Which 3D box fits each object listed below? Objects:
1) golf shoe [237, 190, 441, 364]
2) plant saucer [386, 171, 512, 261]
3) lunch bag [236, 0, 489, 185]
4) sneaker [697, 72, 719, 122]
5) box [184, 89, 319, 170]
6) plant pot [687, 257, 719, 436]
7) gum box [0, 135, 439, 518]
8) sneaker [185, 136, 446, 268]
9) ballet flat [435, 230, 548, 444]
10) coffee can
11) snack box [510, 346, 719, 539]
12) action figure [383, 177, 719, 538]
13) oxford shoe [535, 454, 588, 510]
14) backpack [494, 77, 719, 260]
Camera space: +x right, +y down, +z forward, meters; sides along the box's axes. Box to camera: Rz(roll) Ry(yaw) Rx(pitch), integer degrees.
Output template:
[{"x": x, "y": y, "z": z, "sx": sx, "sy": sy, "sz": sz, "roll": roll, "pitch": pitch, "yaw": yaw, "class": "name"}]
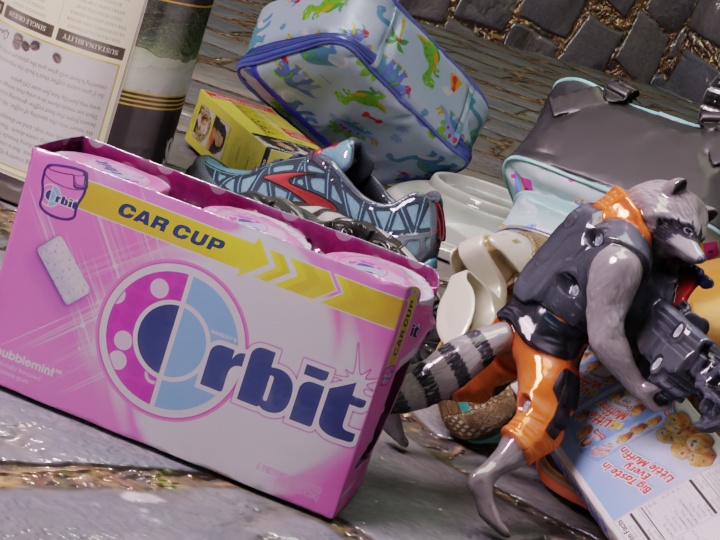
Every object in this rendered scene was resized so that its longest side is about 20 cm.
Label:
[{"x": 0.000, "y": 0.000, "z": 1.176, "sx": 0.094, "sy": 0.078, "sz": 0.199, "roll": 6, "pitch": 19, "yaw": -45, "class": "golf shoe"}, {"x": 0.103, "y": -0.042, "z": 1.565, "sx": 0.198, "sy": 0.051, "sz": 0.200, "roll": 17, "pitch": 13, "yaw": -4, "class": "plant saucer"}, {"x": 0.002, "y": -0.154, "z": 1.613, "sx": 0.160, "sy": 0.083, "sz": 0.200, "roll": -4, "pitch": -35, "yaw": 44, "class": "lunch bag"}, {"x": 0.309, "y": -0.099, "z": 1.498, "sx": 0.073, "sy": 0.201, "sz": 0.080, "roll": 30, "pitch": 39, "yaw": 23, "class": "sneaker"}, {"x": -0.079, "y": -0.094, "z": 1.521, "sx": 0.075, "sy": 0.051, "sz": 0.200, "roll": 13, "pitch": 13, "yaw": -24, "class": "box"}, {"x": 0.252, "y": 0.064, "z": 1.054, "sx": 0.181, "sy": 0.202, "sz": 0.200, "roll": -1, "pitch": 17, "yaw": -13, "class": "plant pot"}, {"x": -0.069, "y": 0.026, "z": 0.877, "sx": 0.198, "sy": 0.114, "sz": 0.066, "roll": 21, "pitch": 12, "yaw": 9, "class": "gum box"}, {"x": -0.027, "y": -0.053, "z": 1.317, "sx": 0.198, "sy": 0.096, "sz": 0.079, "roll": 22, "pitch": 12, "yaw": 15, "class": "sneaker"}, {"x": 0.077, "y": 0.017, "z": 1.084, "sx": 0.066, "sy": 0.070, "sz": 0.201, "roll": 58, "pitch": 24, "yaw": -23, "class": "ballet flat"}, {"x": -0.182, "y": -0.148, "z": 1.256, "sx": 0.145, "sy": 0.202, "sz": 0.146, "roll": 17, "pitch": 13, "yaw": -4, "class": "coffee can"}, {"x": 0.143, "y": 0.097, "z": 0.926, "sx": 0.024, "sy": 0.071, "sz": 0.200, "roll": 63, "pitch": -3, "yaw": -32, "class": "snack box"}, {"x": 0.107, "y": 0.033, "z": 0.913, "sx": 0.105, "sy": 0.194, "sz": 0.200, "roll": 44, "pitch": -4, "yaw": -21, "class": "action figure"}, {"x": 0.133, "y": 0.082, "z": 1.021, "sx": 0.071, "sy": 0.073, "sz": 0.200, "roll": 14, "pitch": 14, "yaw": -23, "class": "oxford shoe"}, {"x": 0.185, "y": -0.006, "z": 1.256, "sx": 0.175, "sy": 0.154, "sz": 0.201, "roll": 18, "pitch": -26, "yaw": 25, "class": "backpack"}]
